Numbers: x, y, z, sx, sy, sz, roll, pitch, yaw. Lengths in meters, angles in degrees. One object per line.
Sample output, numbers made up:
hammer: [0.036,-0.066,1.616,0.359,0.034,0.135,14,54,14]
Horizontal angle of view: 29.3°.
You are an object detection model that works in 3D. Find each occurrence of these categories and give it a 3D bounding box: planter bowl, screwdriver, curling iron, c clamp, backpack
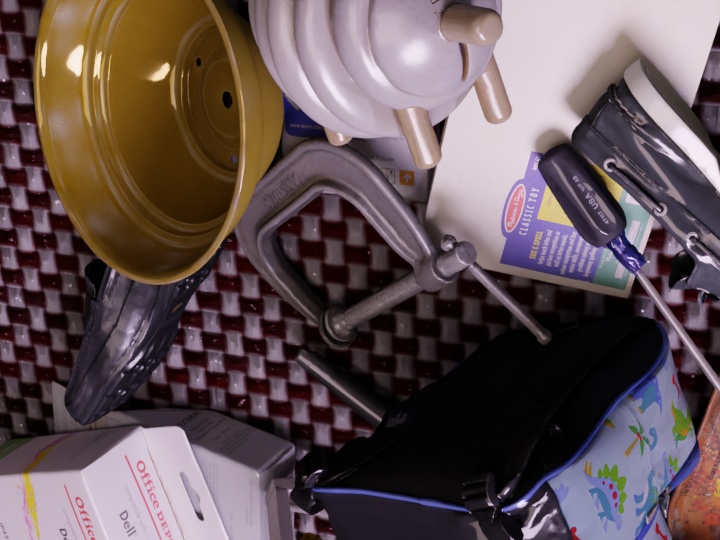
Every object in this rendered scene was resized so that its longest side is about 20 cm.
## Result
planter bowl: [-0.105,-0.098,0.818,0.199,0.083,0.202,14,110,43]
screwdriver: [0.167,0.011,0.772,0.200,0.029,0.028,50,149,-6]
curling iron: [0.040,0.111,0.915,0.199,0.026,0.050,37,162,4]
c clamp: [0.000,0.000,0.837,0.171,0.027,0.200,51,148,-12]
backpack: [0.098,0.123,0.799,0.182,0.200,0.148,-4,116,46]

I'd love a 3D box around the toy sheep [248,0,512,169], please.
toy sheep: [0.012,-0.128,0.705,0.199,0.137,0.139,17,127,53]

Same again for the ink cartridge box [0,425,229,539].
ink cartridge box: [-0.193,0.180,0.983,0.199,0.067,0.118,-12,105,39]

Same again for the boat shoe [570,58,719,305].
boat shoe: [0.188,-0.018,0.749,0.066,0.075,0.200,-36,105,22]

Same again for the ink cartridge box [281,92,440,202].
ink cartridge box: [-0.003,-0.140,0.807,0.094,0.037,0.202,6,119,18]

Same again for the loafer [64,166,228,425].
loafer: [-0.155,0.019,0.926,0.070,0.068,0.201,38,119,11]

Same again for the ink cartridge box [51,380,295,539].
ink cartridge box: [-0.138,0.172,1.016,0.199,0.047,0.161,19,122,30]

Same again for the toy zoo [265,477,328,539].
toy zoo: [0.007,0.196,0.883,0.130,0.201,0.021,12,122,-16]

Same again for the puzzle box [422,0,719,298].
puzzle box: [0.114,-0.086,0.778,0.132,0.025,0.201,12,119,-2]

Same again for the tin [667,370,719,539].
tin: [0.258,0.114,0.834,0.111,0.042,0.201,21,121,14]
